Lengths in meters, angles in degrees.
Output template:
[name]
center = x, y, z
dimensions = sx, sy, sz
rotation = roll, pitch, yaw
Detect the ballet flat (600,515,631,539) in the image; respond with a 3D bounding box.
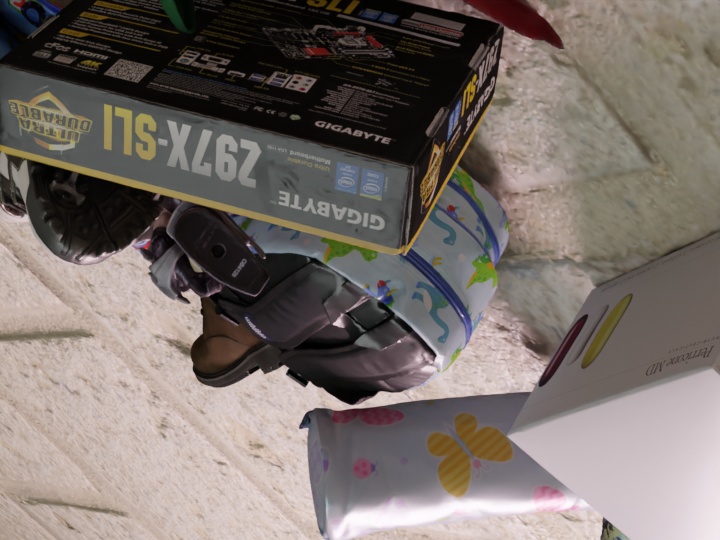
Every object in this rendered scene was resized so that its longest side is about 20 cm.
[ballet flat]
center = 0.186, 0.185, 0.954
dimensions = 0.074, 0.075, 0.200
rotation = 22, 176, 24

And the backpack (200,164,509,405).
[backpack]
center = 0.000, 0.000, 0.887
dimensions = 0.163, 0.154, 0.200
rotation = 44, 175, -9

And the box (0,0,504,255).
[box]
center = -0.047, -0.087, 0.705
dimensions = 0.197, 0.160, 0.050
rotation = 15, 123, 12

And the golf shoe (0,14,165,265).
[golf shoe]
center = -0.151, -0.046, 0.766
dimensions = 0.077, 0.095, 0.201
rotation = 28, -157, -24

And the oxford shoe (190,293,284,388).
[oxford shoe]
center = -0.088, 0.035, 1.132
dimensions = 0.085, 0.072, 0.200
rotation = 55, 150, -4

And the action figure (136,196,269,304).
[action figure]
center = -0.078, -0.041, 0.828
dimensions = 0.069, 0.132, 0.200
rotation = 24, -177, -9

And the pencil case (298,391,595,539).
[pencil case]
center = 0.062, 0.121, 0.951
dimensions = 0.197, 0.084, 0.091
rotation = -6, 165, -4

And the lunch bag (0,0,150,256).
[lunch bag]
center = -0.185, -0.120, 0.936
dimensions = 0.200, 0.094, 0.151
rotation = 43, 175, 10

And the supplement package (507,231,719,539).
[supplement package]
center = 0.201, 0.075, 0.781
dimensions = 0.155, 0.111, 0.200
rotation = 39, 154, -9

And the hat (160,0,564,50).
[hat]
center = -0.016, -0.200, 0.659
dimensions = 0.174, 0.168, 0.201
rotation = -13, 154, 2
